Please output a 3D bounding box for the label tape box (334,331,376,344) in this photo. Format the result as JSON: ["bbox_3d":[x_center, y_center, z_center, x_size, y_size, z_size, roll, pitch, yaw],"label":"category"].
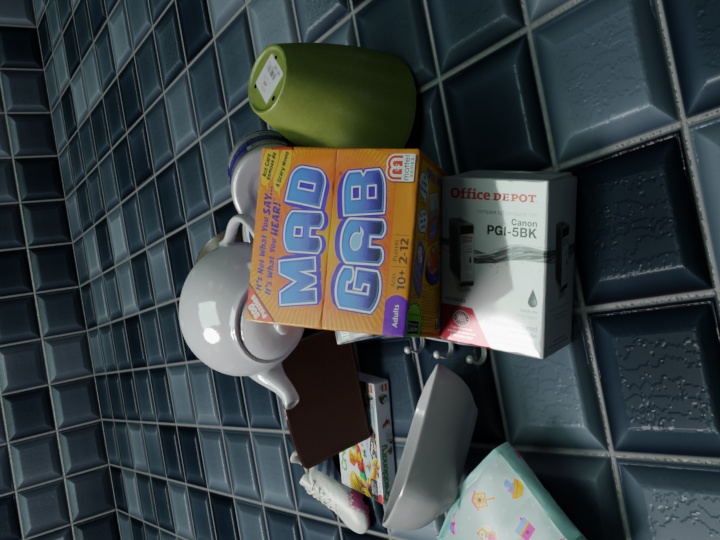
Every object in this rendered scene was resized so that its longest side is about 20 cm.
[{"bbox_3d":[0.000,0.000,1.081,0.062,0.144,0.205,-15,83,23],"label":"label tape box"}]

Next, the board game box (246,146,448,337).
[{"bbox_3d":[0.000,-0.027,0.893,0.196,0.199,0.205,4,86,21],"label":"board game box"}]

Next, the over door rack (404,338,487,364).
[{"bbox_3d":[0.103,0.025,1.014,0.146,0.066,0.205,3,99,54],"label":"over door rack"}]

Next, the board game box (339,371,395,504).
[{"bbox_3d":[0.006,0.278,1.234,0.125,0.034,0.205,3,100,55],"label":"board game box"}]

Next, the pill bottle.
[{"bbox_3d":[-0.136,-0.142,1.071,0.200,0.117,0.122,-121,34,-67],"label":"pill bottle"}]

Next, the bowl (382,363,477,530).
[{"bbox_3d":[0.097,0.250,0.979,0.201,0.073,0.203,104,-173,-60],"label":"bowl"}]

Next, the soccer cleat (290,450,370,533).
[{"bbox_3d":[-0.060,0.398,1.310,0.200,0.085,0.071,49,134,37],"label":"soccer cleat"}]

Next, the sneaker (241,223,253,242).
[{"bbox_3d":[-0.126,0.005,1.138,0.107,0.069,0.204,11,116,47],"label":"sneaker"}]

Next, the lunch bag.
[{"bbox_3d":[0.198,0.331,0.899,0.171,0.120,0.203,53,142,36],"label":"lunch bag"}]

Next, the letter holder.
[{"bbox_3d":[-0.083,0.193,1.165,0.100,0.140,0.205,5,110,54],"label":"letter holder"}]

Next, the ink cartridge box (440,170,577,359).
[{"bbox_3d":[0.173,-0.013,0.864,0.145,0.082,0.205,7,104,39],"label":"ink cartridge box"}]

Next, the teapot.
[{"bbox_3d":[-0.144,0.055,0.996,0.145,0.199,0.201,11,71,49],"label":"teapot"}]

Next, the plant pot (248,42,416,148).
[{"bbox_3d":[-0.053,-0.244,1.029,0.185,0.197,0.192,-12,74,47],"label":"plant pot"}]

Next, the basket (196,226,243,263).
[{"bbox_3d":[-0.227,0.045,1.441,0.202,0.134,0.181,61,153,20],"label":"basket"}]
